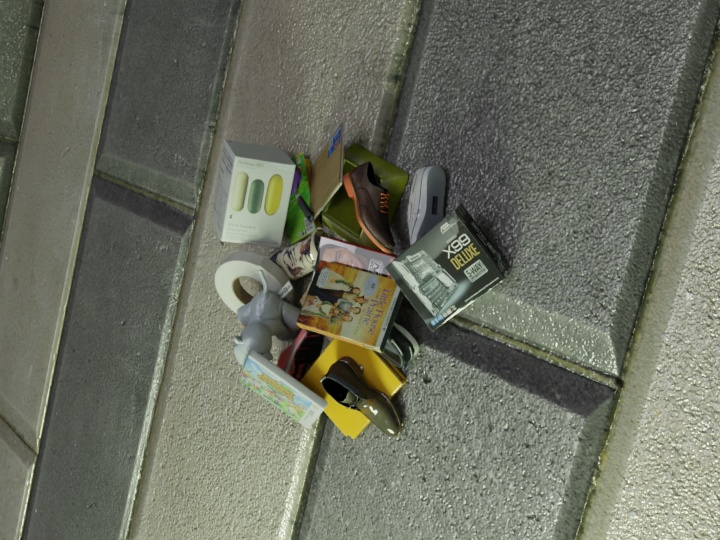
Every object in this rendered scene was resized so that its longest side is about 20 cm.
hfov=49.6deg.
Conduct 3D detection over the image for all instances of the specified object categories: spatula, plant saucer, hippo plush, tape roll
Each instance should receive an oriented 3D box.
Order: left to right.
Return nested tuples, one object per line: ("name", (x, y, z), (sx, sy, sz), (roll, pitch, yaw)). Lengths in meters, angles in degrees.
("tape roll", (-0.252, 0.043, 1.854), (0.200, 0.204, 0.037), (-24, 26, 39))
("hippo plush", (-0.209, 0.142, 1.771), (0.201, 0.156, 0.164), (-51, 21, 47))
("spatula", (-0.145, -0.177, 1.831), (0.057, 0.020, 0.202), (-55, 39, 25))
("plant saucer", (-0.006, -0.159, 1.723), (0.198, 0.047, 0.204), (34, 108, 41))

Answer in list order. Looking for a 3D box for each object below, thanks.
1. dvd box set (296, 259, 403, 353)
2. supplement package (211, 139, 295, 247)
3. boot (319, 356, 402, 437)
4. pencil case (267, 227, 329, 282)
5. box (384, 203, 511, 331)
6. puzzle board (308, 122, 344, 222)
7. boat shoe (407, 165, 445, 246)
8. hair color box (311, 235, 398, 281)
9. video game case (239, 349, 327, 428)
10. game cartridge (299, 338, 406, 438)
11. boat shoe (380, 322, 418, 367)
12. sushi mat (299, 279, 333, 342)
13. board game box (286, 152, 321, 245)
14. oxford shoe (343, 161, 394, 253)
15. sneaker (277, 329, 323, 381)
("dvd box set", (-0.020, 0.070, 1.584), (0.196, 0.029, 0.149), (15, 74, 25))
("supplement package", (-0.257, -0.183, 1.847), (0.151, 0.148, 0.205), (-130, 49, -60))
("boot", (-0.003, 0.273, 1.589), (0.200, 0.096, 0.075), (46, 118, 13))
("pencil case", (-0.144, -0.030, 1.821), (0.198, 0.077, 0.091), (-25, 86, 40))
("box", (0.166, -0.003, 1.493), (0.199, 0.050, 0.159), (-38, 90, 34))
("puzzle board", (-0.074, -0.216, 1.754), (0.200, 0.017, 0.155), (137, 140, -58))
("boat shoe", (0.128, -0.109, 1.583), (0.065, 0.072, 0.206), (6, 83, 54))
("hair color box", (0.000, 0.000, 1.655), (0.196, 0.061, 0.104), (16, 96, 27))
("video game case", (-0.174, 0.266, 1.719), (0.198, 0.022, 0.183), (35, 151, 1))
("game cartridge", (-0.019, 0.236, 1.665), (0.177, 0.032, 0.201), (47, 120, 13))
("boat shoe", (0.029, 0.118, 1.598), (0.198, 0.060, 0.077), (35, 138, 19))
("sushi mat", (-0.066, 0.096, 1.726), (0.200, 0.012, 0.097), (48, 118, 38))
("board game box", (-0.147, -0.173, 1.876), (0.094, 0.030, 0.205), (-25, 71, 39))
("oxford shoe", (0.030, -0.132, 1.615), (0.072, 0.071, 0.204), (-33, 71, 24))
("sneaker", (-0.157, 0.199, 1.811), (0.087, 0.073, 0.204), (40, 112, 40))
